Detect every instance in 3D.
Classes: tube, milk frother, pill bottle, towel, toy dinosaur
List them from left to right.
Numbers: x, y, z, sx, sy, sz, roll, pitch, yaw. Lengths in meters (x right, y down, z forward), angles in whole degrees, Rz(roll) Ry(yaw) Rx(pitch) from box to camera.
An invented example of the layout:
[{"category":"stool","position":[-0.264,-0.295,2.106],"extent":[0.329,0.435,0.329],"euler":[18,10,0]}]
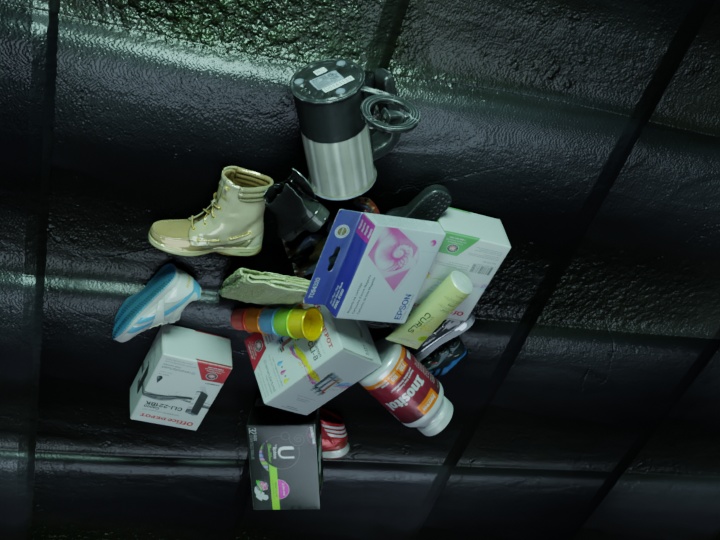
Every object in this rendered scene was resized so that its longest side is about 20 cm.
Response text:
[{"category":"towel","position":[-0.169,0.035,1.546],"extent":[0.146,0.037,0.199],"euler":[12,168,-21]},{"category":"toy dinosaur","position":[-0.049,-0.060,1.556],"extent":[0.179,0.107,0.200],"euler":[-22,168,-4]},{"category":"milk frother","position":[-0.002,-0.198,1.329],"extent":[0.177,0.202,0.190],"euler":[-14,135,-4]},{"category":"pill bottle","position":[0.092,0.234,1.715],"extent":[0.112,0.114,0.200],"euler":[-36,115,21]},{"category":"tube","position":[0.131,0.081,1.606],"extent":[0.058,0.052,0.200],"euler":[46,127,5]}]

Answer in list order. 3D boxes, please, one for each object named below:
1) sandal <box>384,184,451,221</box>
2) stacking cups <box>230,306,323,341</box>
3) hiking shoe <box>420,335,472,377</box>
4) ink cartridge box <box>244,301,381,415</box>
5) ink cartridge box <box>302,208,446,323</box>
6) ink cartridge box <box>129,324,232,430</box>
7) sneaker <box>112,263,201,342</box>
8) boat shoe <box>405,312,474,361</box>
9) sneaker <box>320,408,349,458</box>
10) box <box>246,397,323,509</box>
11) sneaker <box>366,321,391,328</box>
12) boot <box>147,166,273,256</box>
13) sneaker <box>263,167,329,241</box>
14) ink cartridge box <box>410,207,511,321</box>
[{"category":"sandal","position":[0.079,-0.088,1.549],"extent":[0.199,0.048,0.075],"euler":[-37,134,23]},{"category":"stacking cups","position":[-0.160,0.098,1.592],"extent":[0.197,0.061,0.061],"euler":[-3,144,38]},{"category":"hiking shoe","position":[0.136,0.206,1.817],"extent":[0.198,0.075,0.087],"euler":[-30,131,15]},{"category":"ink cartridge box","position":[-0.089,0.154,1.648],"extent":[0.199,0.147,0.144],"euler":[-35,147,18]},{"category":"ink cartridge box","position":[0.024,-0.002,1.474],"extent":[0.197,0.044,0.199],"euler":[4,125,-29]},{"category":"ink cartridge box","position":[-0.355,0.213,1.706],"extent":[0.142,0.085,0.201],"euler":[15,128,-26]},{"category":"sneaker","position":[-0.376,0.074,1.580],"extent":[0.199,0.077,0.080],"euler":[-36,132,23]},{"category":"boat shoe","position":[0.135,0.124,1.751],"extent":[0.198,0.070,0.066],"euler":[-31,114,20]},{"category":"sneaker","position":[-0.126,0.357,1.917],"extent":[0.196,0.079,0.118],"euler":[-7,116,-5]},{"category":"box","position":[-0.155,0.382,1.822],"extent":[0.145,0.125,0.204],"euler":[-2,110,2]},{"category":"sneaker","position":[0.052,0.012,1.603],"extent":[0.069,0.094,0.201],"euler":[6,133,-21]},{"category":"boot","position":[-0.249,-0.100,1.448],"extent":[0.196,0.073,0.157],"euler":[3,132,-18]},{"category":"sneaker","position":[-0.119,-0.107,1.436],"extent":[0.104,0.061,0.199],"euler":[37,160,-21]},{"category":"ink cartridge box","position":[0.167,-0.010,1.617],"extent":[0.143,0.088,0.202],"euler":[10,128,-20]}]
